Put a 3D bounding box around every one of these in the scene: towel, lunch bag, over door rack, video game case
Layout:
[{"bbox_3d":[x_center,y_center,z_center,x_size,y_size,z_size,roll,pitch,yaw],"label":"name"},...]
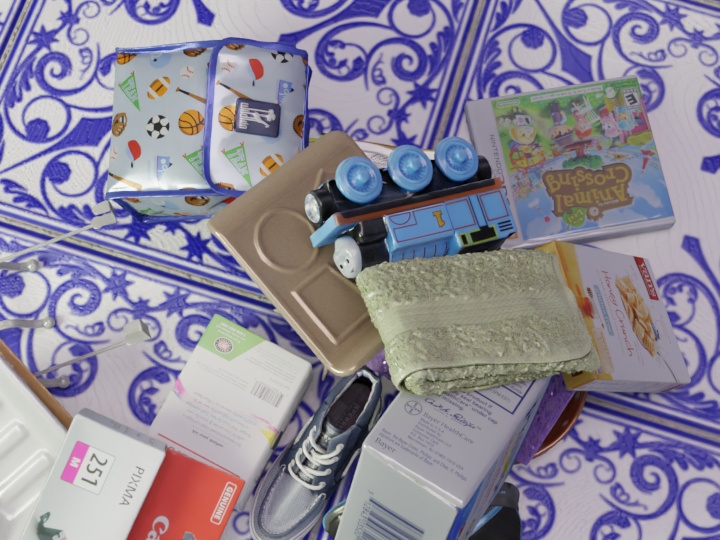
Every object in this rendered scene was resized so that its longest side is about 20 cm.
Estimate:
[{"bbox_3d":[0.105,0.040,1.201,0.199,0.037,0.149,-6,48,-19],"label":"towel"},{"bbox_3d":[-0.149,-0.142,1.370,0.199,0.124,0.171,0,80,15],"label":"lunch bag"},{"bbox_3d":[-0.313,0.039,1.391,0.199,0.067,0.148,-24,72,13],"label":"over door rack"},{"bbox_3d":[0.230,-0.118,1.489,0.199,0.022,0.183,-9,72,-5],"label":"video game case"}]

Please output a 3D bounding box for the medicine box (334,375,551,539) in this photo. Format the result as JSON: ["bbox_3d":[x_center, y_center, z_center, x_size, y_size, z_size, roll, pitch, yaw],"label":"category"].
[{"bbox_3d":[0.075,0.170,1.226,0.103,0.183,0.200,29,49,14],"label":"medicine box"}]

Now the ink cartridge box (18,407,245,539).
[{"bbox_3d":[-0.226,0.255,1.267,0.173,0.044,0.201,25,91,-5],"label":"ink cartridge box"}]

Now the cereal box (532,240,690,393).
[{"bbox_3d":[0.252,0.050,1.355,0.039,0.200,0.144,-28,69,35],"label":"cereal box"}]

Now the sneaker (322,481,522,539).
[{"bbox_3d":[0.063,0.255,1.331,0.199,0.073,0.082,-4,70,-3],"label":"sneaker"}]

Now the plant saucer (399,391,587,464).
[{"bbox_3d":[0.137,0.105,1.406,0.199,0.032,0.201,0,72,-1],"label":"plant saucer"}]

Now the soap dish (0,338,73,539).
[{"bbox_3d":[-0.352,0.175,1.310,0.157,0.081,0.200,-41,97,-2],"label":"soap dish"}]

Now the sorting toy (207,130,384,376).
[{"bbox_3d":[-0.022,-0.018,1.296,0.200,0.036,0.185,47,59,6],"label":"sorting toy"}]

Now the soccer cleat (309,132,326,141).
[{"bbox_3d":[-0.085,-0.105,1.456,0.199,0.065,0.084,5,70,5],"label":"soccer cleat"}]

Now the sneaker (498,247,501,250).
[{"bbox_3d":[0.112,-0.025,1.389,0.070,0.076,0.201,-6,59,-24],"label":"sneaker"}]

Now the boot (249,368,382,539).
[{"bbox_3d":[-0.047,0.185,1.343,0.073,0.090,0.200,30,73,9],"label":"boot"}]

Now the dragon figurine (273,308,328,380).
[{"bbox_3d":[-0.059,0.011,1.409,0.059,0.099,0.200,-33,83,14],"label":"dragon figurine"}]

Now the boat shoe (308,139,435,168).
[{"bbox_3d":[0.018,-0.090,1.375,0.199,0.071,0.070,5,80,14],"label":"boat shoe"}]

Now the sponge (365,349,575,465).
[{"bbox_3d":[0.111,0.096,1.347,0.200,0.030,0.112,32,109,9],"label":"sponge"}]

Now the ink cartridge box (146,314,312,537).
[{"bbox_3d":[-0.144,0.162,1.361,0.117,0.067,0.200,27,72,6],"label":"ink cartridge box"}]

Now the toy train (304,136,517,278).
[{"bbox_3d":[0.047,-0.054,1.271,0.199,0.087,0.115,-14,77,-26],"label":"toy train"}]
